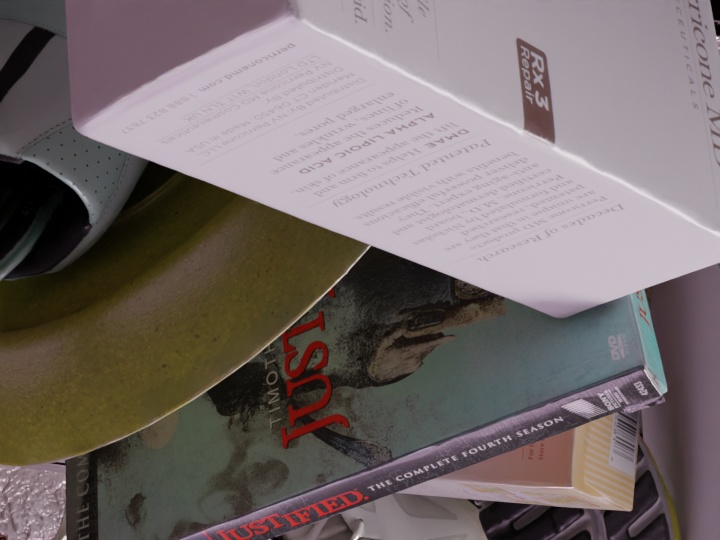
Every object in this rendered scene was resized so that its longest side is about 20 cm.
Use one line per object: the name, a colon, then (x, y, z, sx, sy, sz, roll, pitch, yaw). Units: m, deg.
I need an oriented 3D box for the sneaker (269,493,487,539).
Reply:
sneaker: (-0.010, 0.104, 0.818, 0.200, 0.116, 0.076, 31, 123, -26)

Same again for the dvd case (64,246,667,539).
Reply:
dvd case: (-0.009, 0.011, 0.641, 0.200, 0.146, 0.022, -22, 140, 20)

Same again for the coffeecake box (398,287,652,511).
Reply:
coffeecake box: (0.000, 0.000, 0.717, 0.199, 0.154, 0.073, 2, 168, 25)

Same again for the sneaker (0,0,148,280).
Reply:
sneaker: (-0.128, -0.044, 0.634, 0.074, 0.118, 0.200, 44, 146, -25)

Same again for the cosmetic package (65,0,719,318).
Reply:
cosmetic package: (0.018, -0.063, 0.507, 0.074, 0.102, 0.200, -22, 155, 35)

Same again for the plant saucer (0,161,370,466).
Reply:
plant saucer: (-0.058, -0.024, 0.624, 0.200, 0.200, 0.031, -6, 131, 49)

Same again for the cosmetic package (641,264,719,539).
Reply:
cosmetic package: (0.235, 0.069, 0.815, 0.199, 0.168, 0.166, 0, 171, -12)

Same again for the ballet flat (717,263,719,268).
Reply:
ballet flat: (0.161, 0.017, 0.689, 0.063, 0.201, 0.069, -20, -178, 14)

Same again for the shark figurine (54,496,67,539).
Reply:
shark figurine: (-0.156, 0.030, 0.826, 0.089, 0.128, 0.214, 19, 168, 46)

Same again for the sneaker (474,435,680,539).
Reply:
sneaker: (0.078, 0.062, 0.854, 0.078, 0.200, 0.090, -37, 163, 18)

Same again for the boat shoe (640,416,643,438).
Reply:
boat shoe: (0.140, 0.090, 0.939, 0.199, 0.073, 0.062, 10, 125, 14)
